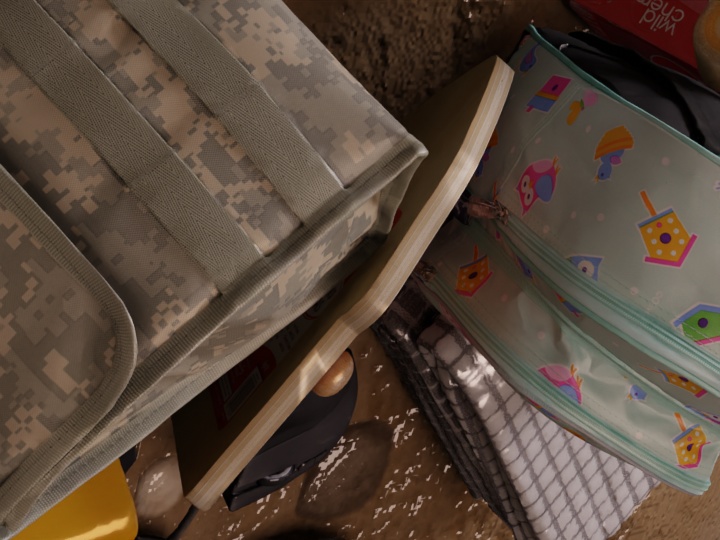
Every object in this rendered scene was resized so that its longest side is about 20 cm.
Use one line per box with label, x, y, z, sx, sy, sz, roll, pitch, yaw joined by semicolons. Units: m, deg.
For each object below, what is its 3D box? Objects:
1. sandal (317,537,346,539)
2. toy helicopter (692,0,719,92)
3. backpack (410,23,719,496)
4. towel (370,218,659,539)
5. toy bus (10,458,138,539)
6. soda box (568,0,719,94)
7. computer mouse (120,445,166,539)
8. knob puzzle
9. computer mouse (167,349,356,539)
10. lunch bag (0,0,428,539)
sandal;-0.059;0.177;1.092;0.200;0.048;0.075;-12;140;-48
toy helicopter;0.162;-0.148;0.971;0.132;0.201;0.079;-11;137;10
backpack;0.124;0.000;0.953;0.175;0.200;0.154;33;89;-22
towel;0.101;0.030;1.139;0.166;0.085;0.200;-45;139;-15
toy bus;-0.188;0.105;0.858;0.199;0.078;0.065;-17;85;-26
soda box;0.187;-0.098;1.037;0.070;0.200;0.063;-55;141;0
computer mouse;-0.114;0.095;1.008;0.059;0.034;0.200;-41;146;-14
knob puzzle;0.000;0.000;0.938;0.030;0.220;0.220;39;86;-11
computer mouse;-0.056;0.099;1.000;0.200;0.034;0.059;-48;171;-39
lunch bag;-0.108;-0.024;0.798;0.200;0.164;0.118;-40;171;-18
